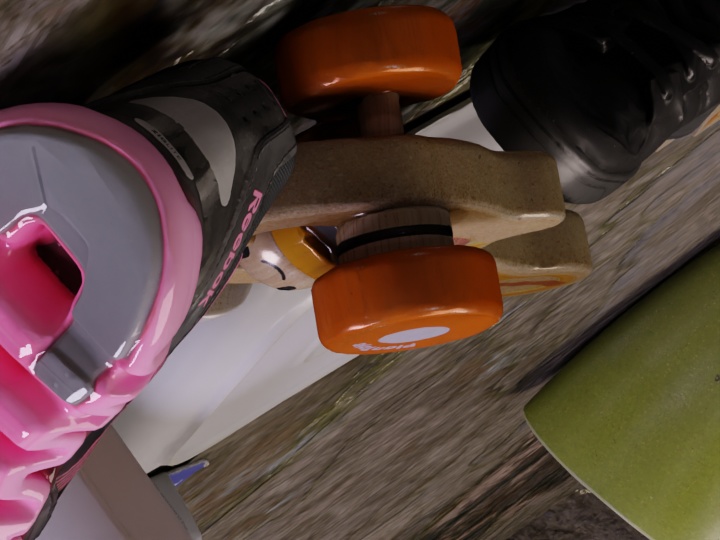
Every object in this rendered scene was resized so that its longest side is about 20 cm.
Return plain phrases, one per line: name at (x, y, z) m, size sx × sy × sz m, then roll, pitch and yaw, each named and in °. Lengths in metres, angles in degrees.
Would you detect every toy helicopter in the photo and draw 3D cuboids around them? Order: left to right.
toy helicopter at (0.001, -0.007, 0.821) m, size 0.132 × 0.079 × 0.200 m, roll -15°, pitch 168°, yaw 26°

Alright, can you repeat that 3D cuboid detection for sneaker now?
sneaker at (-0.080, 0.019, 0.708) m, size 0.200 × 0.079 × 0.095 m, roll -42°, pitch -179°, yaw 40°
sneaker at (0.109, -0.085, 0.940) m, size 0.104 × 0.060 × 0.200 m, roll -43°, pitch 172°, yaw 25°

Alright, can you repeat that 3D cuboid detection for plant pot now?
plant pot at (0.239, 0.069, 1.975) m, size 0.200 × 0.187 × 0.187 m, roll -54°, pitch 168°, yaw 11°

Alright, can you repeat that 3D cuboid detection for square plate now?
square plate at (0.000, 0.000, 1.044) m, size 0.198 × 0.029 × 0.200 m, roll -30°, pitch 169°, yaw -36°

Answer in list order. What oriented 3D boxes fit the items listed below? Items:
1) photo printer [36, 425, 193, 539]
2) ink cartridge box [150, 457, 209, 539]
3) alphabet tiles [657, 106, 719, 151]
photo printer at (-0.098, 0.146, 0.854) m, size 0.166 × 0.200 × 0.069 m, roll -36°, pitch 172°, yaw 6°
ink cartridge box at (-0.159, 0.162, 1.230) m, size 0.196 × 0.043 × 0.200 m, roll -41°, pitch 169°, yaw 21°
alphabet tiles at (0.217, -0.122, 1.332) m, size 0.200 × 0.006 × 0.166 m, roll -34°, pitch 172°, yaw -17°
